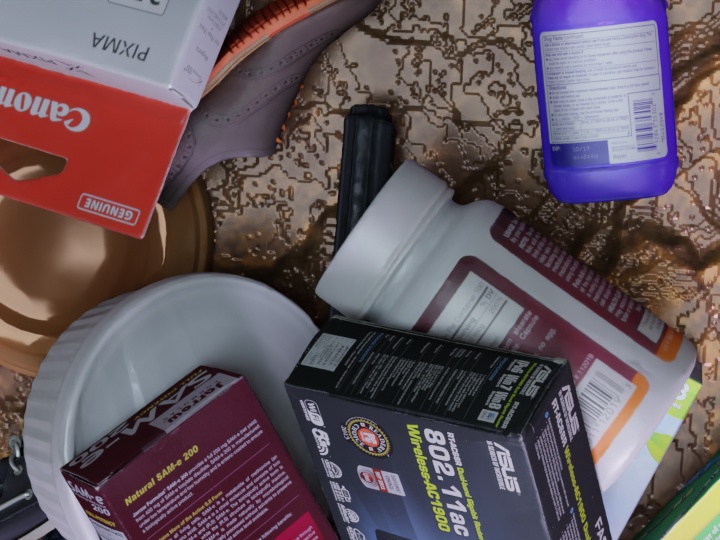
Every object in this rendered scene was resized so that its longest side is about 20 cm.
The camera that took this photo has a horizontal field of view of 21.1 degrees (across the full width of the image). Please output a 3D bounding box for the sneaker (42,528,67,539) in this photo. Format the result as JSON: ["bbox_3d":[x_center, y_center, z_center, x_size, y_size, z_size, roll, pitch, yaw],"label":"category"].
[{"bbox_3d":[-0.195,0.230,1.283,0.085,0.077,0.200,36,111,-10],"label":"sneaker"}]

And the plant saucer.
[{"bbox_3d":[-0.196,-0.023,1.246,0.200,0.037,0.200,2,101,9],"label":"plant saucer"}]

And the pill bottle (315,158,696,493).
[{"bbox_3d":[0.081,0.032,1.110,0.200,0.114,0.114,36,104,3],"label":"pill bottle"}]

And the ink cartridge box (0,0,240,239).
[{"bbox_3d":[-0.189,-0.130,1.165,0.200,0.044,0.174,17,79,22],"label":"ink cartridge box"}]

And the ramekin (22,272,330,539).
[{"bbox_3d":[-0.114,0.099,1.185,0.094,0.202,0.203,1,105,53],"label":"ramekin"}]

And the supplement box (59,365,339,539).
[{"bbox_3d":[-0.074,0.167,1.115,0.109,0.061,0.200,-36,111,-24],"label":"supplement box"}]

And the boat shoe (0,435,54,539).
[{"bbox_3d":[-0.219,0.142,1.262,0.200,0.073,0.063,-36,95,16],"label":"boat shoe"}]

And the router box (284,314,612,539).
[{"bbox_3d":[0.057,0.127,1.083,0.150,0.062,0.200,9,135,31],"label":"router box"}]

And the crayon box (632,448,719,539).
[{"bbox_3d":[0.240,0.187,1.209,0.119,0.058,0.200,41,104,0],"label":"crayon box"}]

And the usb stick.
[{"bbox_3d":[0.000,0.000,1.186,0.033,0.055,0.200,3,84,15],"label":"usb stick"}]

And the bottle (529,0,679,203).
[{"bbox_3d":[0.143,-0.142,1.158,0.083,0.065,0.200,-5,100,9],"label":"bottle"}]

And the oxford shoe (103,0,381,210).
[{"bbox_3d":[-0.061,-0.115,1.192,0.200,0.071,0.073,-34,104,7],"label":"oxford shoe"}]

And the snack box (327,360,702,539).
[{"bbox_3d":[0.095,0.110,1.212,0.168,0.068,0.200,27,102,4],"label":"snack box"}]
